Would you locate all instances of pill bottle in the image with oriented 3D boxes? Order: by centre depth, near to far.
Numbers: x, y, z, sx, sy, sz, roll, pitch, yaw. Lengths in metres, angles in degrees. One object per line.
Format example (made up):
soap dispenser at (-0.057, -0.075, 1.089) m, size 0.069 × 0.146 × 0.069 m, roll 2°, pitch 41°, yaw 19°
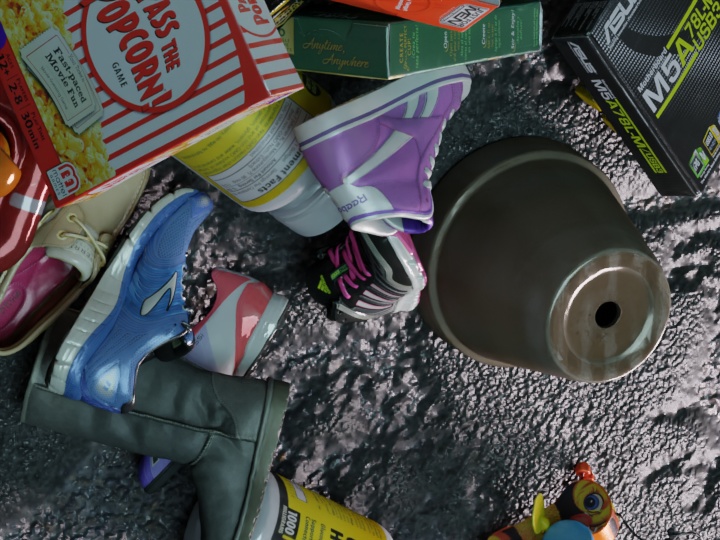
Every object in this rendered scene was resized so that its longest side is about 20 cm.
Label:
pill bottle at (-0.089, -0.116, 1.641) m, size 0.200 × 0.114 × 0.114 m, roll 36°, pitch 92°, yaw -32°
pill bottle at (-0.042, 0.248, 1.809) m, size 0.200 × 0.112 × 0.113 m, roll 29°, pitch 96°, yaw -31°

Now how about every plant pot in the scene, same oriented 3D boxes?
plant pot at (0.165, 0.007, 1.777) m, size 0.200 × 0.174 × 0.200 m, roll -9°, pitch 113°, yaw -23°

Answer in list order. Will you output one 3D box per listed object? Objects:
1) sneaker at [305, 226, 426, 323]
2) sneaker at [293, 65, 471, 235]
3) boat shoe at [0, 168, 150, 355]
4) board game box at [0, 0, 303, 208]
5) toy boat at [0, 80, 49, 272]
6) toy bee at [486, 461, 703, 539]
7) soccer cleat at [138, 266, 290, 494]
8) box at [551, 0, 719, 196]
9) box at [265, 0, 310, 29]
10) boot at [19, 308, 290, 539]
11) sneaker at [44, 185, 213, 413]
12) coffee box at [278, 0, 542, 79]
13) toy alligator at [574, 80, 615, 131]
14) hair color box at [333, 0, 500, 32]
sneaker at (0.000, 0.000, 1.709) m, size 0.087 × 0.200 × 0.074 m, roll -19°, pitch 76°, yaw -5°
sneaker at (0.034, -0.087, 1.628) m, size 0.200 × 0.073 × 0.114 m, roll -31°, pitch 94°, yaw -47°
boat shoe at (-0.226, -0.013, 1.643) m, size 0.074 × 0.069 × 0.200 m, roll 38°, pitch 91°, yaw -32°
board game box at (-0.154, -0.150, 1.451) m, size 0.046 × 0.200 × 0.152 m, roll -22°, pitch 87°, yaw -59°
toy boat at (-0.275, -0.086, 1.546) m, size 0.130 × 0.131 × 0.200 m, roll 17°, pitch 97°, yaw -22°
toy bee at (0.193, 0.235, 1.937) m, size 0.200 × 0.109 × 0.131 m, roll -6°, pitch 144°, yaw -10°
soccer cleat at (-0.135, 0.090, 1.739) m, size 0.073 × 0.068 × 0.200 m, roll 33°, pitch 103°, yaw -3°
box at (0.264, -0.196, 1.776) m, size 0.193 × 0.047 × 0.200 m, roll 52°, pitch 59°, yaw -33°
box at (-0.156, -0.221, 1.537) m, size 0.160 × 0.049 × 0.200 m, roll -41°, pitch 78°, yaw -8°
boot at (-0.170, 0.137, 1.680) m, size 0.200 × 0.073 × 0.182 m, roll 14°, pitch 87°, yaw -8°
sneaker at (-0.162, 0.025, 1.647) m, size 0.089 × 0.079 × 0.200 m, roll 30°, pitch 67°, yaw -6°
coffee box at (0.034, -0.180, 1.625) m, size 0.200 × 0.123 × 0.044 m, roll -17°, pitch 111°, yaw -51°
toy alligator at (0.246, -0.136, 1.827) m, size 0.200 × 0.054 × 0.059 m, roll 40°, pitch 90°, yaw -32°
hair color box at (-0.001, -0.241, 1.496) m, size 0.200 × 0.061 × 0.102 m, roll 11°, pitch 72°, yaw -22°
